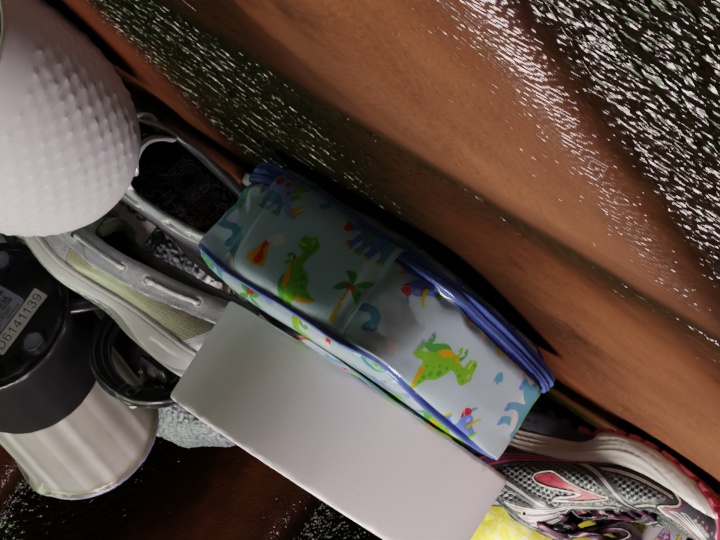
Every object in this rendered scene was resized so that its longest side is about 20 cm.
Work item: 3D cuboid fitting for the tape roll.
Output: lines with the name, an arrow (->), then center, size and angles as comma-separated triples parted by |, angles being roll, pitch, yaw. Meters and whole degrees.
tape roll -> -0.013, 0.101, 1.411 | 0.202, 0.071, 0.202 | 33, 176, 3

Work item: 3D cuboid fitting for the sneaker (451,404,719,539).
sneaker -> 0.142, 0.140, 1.472 | 0.200, 0.075, 0.081 | 14, 162, 35

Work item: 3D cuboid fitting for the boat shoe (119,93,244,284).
boat shoe -> -0.135, -0.072, 1.557 | 0.201, 0.070, 0.072 | 39, 162, 15

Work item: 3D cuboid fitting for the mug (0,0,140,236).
mug -> -0.230, -0.118, 1.474 | 0.175, 0.147, 0.200 | 32, -150, -53

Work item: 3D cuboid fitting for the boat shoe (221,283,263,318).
boat shoe -> -0.065, 0.007, 1.695 | 0.073, 0.065, 0.200 | 36, -179, -12

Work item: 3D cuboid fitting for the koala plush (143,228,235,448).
koala plush -> -0.128, 0.029, 1.905 | 0.177, 0.184, 0.200 | 32, 161, 35

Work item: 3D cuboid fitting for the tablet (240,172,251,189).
tablet -> 0.000, 0.000, 1.588 | 0.200, 0.014, 0.130 | 36, 174, -2

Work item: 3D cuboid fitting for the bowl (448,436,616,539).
bowl -> 0.086, 0.190, 1.653 | 0.200, 0.108, 0.200 | 33, 176, 3

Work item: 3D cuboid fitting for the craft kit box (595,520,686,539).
craft kit box -> 0.125, 0.130, 1.691 | 0.200, 0.049, 0.198 | 32, 173, 28

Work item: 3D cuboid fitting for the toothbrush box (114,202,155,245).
toothbrush box -> -0.238, -0.105, 1.793 | 0.146, 0.086, 0.200 | 40, 174, -32

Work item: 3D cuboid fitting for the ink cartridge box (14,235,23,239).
ink cartridge box -> -0.307, -0.117, 1.633 | 0.176, 0.045, 0.200 | 19, 149, 44

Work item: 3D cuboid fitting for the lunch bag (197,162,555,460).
lunch bag -> 0.010, 0.025, 1.386 | 0.200, 0.083, 0.161 | 31, 171, 44

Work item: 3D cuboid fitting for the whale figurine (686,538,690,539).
whale figurine -> 0.245, 0.269, 1.850 | 0.200, 0.104, 0.159 | 39, 173, -30

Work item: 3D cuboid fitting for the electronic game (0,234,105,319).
electronic game -> -0.242, -0.002, 1.867 | 0.200, 0.042, 0.200 | 46, 166, 15

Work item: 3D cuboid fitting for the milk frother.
milk frother -> -0.183, 0.081, 1.672 | 0.200, 0.180, 0.188 | 47, 173, 32

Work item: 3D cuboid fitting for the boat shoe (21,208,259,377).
boat shoe -> -0.151, -0.003, 1.559 | 0.202, 0.065, 0.074 | 40, -167, 26
